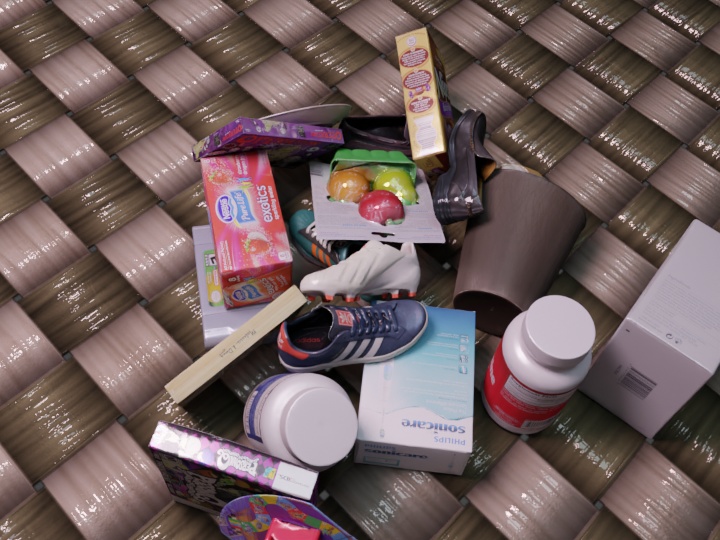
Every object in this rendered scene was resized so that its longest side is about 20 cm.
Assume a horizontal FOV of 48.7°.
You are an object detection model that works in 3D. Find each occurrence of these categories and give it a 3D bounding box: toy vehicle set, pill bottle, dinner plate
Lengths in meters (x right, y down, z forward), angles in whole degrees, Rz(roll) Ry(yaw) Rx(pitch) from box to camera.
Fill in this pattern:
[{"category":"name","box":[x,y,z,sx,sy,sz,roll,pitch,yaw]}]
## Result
[{"category":"toy vehicle set","box":[-0.158,0.098,1.013,0.199,0.124,0.027,-39,87,-14]},{"category":"pill bottle","box":[0.226,0.120,1.011,0.111,0.201,0.113,3,56,-4]},{"category":"dinner plate","box":[-0.107,-0.218,1.220,0.198,0.200,0.025,-14,91,-14]},{"category":"pill bottle","box":[-0.069,0.177,0.934,0.110,0.200,0.113,2,82,-17]}]

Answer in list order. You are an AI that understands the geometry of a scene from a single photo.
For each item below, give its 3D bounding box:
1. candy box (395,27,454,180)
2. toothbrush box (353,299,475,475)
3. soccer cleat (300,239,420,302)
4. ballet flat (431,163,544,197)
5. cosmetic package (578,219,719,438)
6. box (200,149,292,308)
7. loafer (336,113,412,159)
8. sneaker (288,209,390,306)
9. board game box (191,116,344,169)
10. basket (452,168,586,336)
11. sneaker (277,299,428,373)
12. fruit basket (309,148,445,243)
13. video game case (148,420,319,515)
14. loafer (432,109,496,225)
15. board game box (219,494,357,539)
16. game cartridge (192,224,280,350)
[{"category":"candy box","box":[0.106,-0.254,1.231,0.056,0.117,0.203,-13,77,17]},{"category":"toothbrush box","box":[0.073,0.151,1.044,0.144,0.086,0.202,6,56,0]},{"category":"soccer cleat","box":[0.000,0.000,1.036,0.198,0.069,0.079,-3,90,-43]},{"category":"ballet flat","box":[0.209,-0.134,1.255,0.198,0.063,0.069,-15,60,-15]},{"category":"cosmetic package","box":[0.414,0.080,1.055,0.122,0.200,0.200,34,61,17]},{"category":"box","box":[-0.159,-0.060,1.112,0.098,0.096,0.202,-9,58,-11]},{"category":"loafer","box":[0.059,-0.224,1.297,0.197,0.063,0.073,-5,56,-8]},{"category":"sneaker","box":[-0.028,-0.033,1.155,0.200,0.080,0.071,41,65,20]},{"category":"board game box","box":[-0.133,-0.184,1.166,0.199,0.119,0.033,-4,75,-47]},{"category":"basket","box":[0.217,-0.019,1.145,0.179,0.136,0.202,24,62,1]},{"category":"sneaker","box":[-0.009,0.071,0.995,0.198,0.085,0.076,-17,57,-8]},{"category":"fruit basket","box":[0.019,-0.098,1.173,0.183,0.094,0.201,1,44,-9]},{"category":"video game case","box":[-0.137,0.244,0.898,0.179,0.201,0.036,17,58,5]},{"category":"loafer","box":[0.163,-0.151,1.150,0.071,0.073,0.202,-1,58,29]},{"category":"board game box","box":[-0.065,0.316,0.854,0.200,0.157,0.039,43,42,-19]},{"category":"game cartridge","box":[-0.167,0.014,1.142,0.132,0.041,0.202,-6,58,-14]}]
